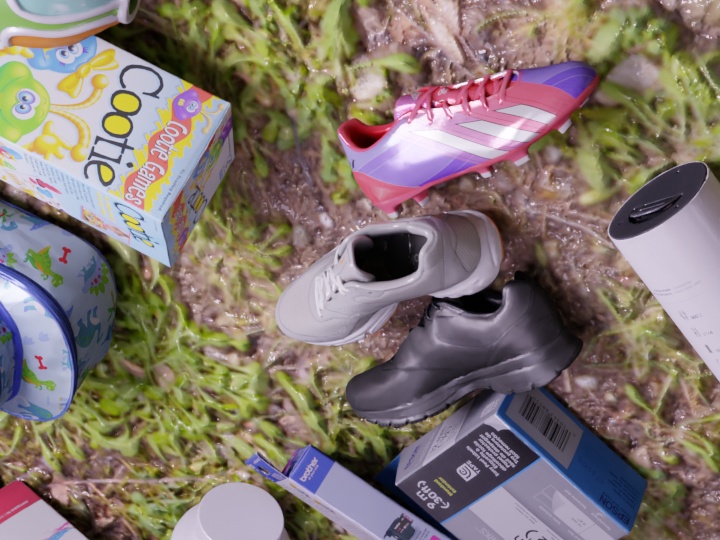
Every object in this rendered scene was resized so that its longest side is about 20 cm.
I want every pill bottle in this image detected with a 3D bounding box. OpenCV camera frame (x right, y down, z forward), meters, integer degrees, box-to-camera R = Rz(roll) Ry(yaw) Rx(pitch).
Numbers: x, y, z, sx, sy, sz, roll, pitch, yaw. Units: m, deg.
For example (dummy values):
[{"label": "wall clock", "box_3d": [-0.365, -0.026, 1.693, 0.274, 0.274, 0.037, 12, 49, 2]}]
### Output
[{"label": "pill bottle", "box_3d": [-0.126, 0.285, 1.377, 0.112, 0.113, 0.201, 24, 132, 8]}]

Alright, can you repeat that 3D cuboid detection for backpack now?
[{"label": "backpack", "box_3d": [-0.315, 0.039, 1.259, 0.199, 0.147, 0.184, 20, 134, 8]}]

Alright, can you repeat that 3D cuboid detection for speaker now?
[{"label": "speaker", "box_3d": [0.252, 0.026, 1.010, 0.081, 0.081, 0.200, -28, 109, 39]}]

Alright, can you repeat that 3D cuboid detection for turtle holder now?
[{"label": "turtle holder", "box_3d": [-0.204, -0.238, 1.013, 0.131, 0.187, 0.141, 15, 167, -2]}]

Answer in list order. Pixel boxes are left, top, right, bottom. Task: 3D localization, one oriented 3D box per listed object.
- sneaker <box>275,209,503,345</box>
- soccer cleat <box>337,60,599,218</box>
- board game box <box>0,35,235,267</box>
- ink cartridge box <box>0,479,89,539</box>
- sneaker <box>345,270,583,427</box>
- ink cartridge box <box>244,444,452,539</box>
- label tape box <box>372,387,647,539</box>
[{"label": "sneaker", "box_3d": [0.000, 0.000, 1.093, 0.199, 0.092, 0.076, -25, 69, 36]}, {"label": "soccer cleat", "box_3d": [0.068, -0.101, 1.018, 0.199, 0.067, 0.077, -25, 107, 41]}, {"label": "board game box", "box_3d": [-0.203, -0.105, 1.098, 0.199, 0.103, 0.105, 27, 163, 5]}, {"label": "ink cartridge box", "box_3d": [-0.294, 0.318, 1.457, 0.200, 0.085, 0.148, 30, 138, 41]}, {"label": "sneaker", "box_3d": [0.067, 0.055, 1.142, 0.199, 0.076, 0.091, -21, 104, 29]}, {"label": "ink cartridge box", "box_3d": [-0.002, 0.198, 1.261, 0.199, 0.042, 0.119, 32, 168, -1]}, {"label": "label tape box", "box_3d": [0.109, 0.185, 1.215, 0.143, 0.066, 0.200, 41, 130, -8]}]
